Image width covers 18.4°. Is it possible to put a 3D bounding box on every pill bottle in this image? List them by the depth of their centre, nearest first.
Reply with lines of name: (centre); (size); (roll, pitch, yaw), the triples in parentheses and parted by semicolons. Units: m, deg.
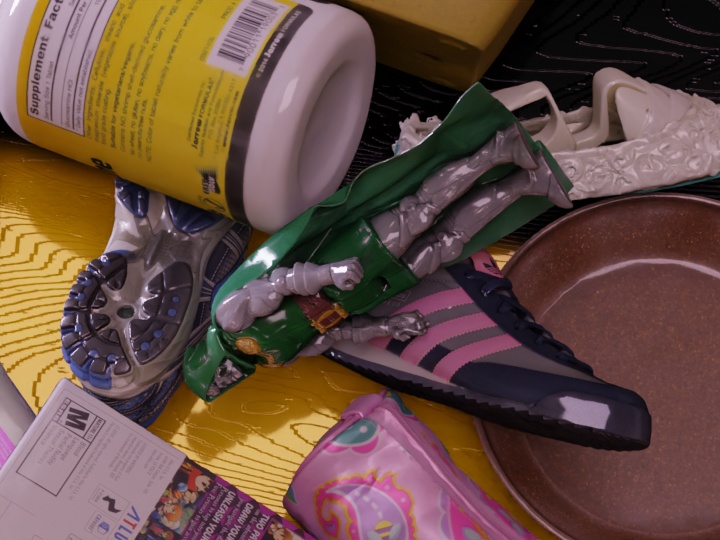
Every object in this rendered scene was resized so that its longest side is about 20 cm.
pill bottle: (-0.102, -0.100, 1.065); (0.199, 0.112, 0.113); (21, 75, 17)

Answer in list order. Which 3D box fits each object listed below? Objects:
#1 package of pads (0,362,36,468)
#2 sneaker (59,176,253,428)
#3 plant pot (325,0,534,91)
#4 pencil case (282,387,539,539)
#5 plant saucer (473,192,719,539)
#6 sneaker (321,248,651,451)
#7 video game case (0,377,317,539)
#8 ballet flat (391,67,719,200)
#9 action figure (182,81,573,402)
package of pads: (-0.238, 0.128, 1.071); (0.200, 0.068, 0.155); (-34, 79, -11)
sneaker: (-0.094, -0.005, 1.116); (0.077, 0.085, 0.200); (17, 53, 15)
plant pot: (0.024, -0.202, 1.118); (0.199, 0.200, 0.177); (20, 86, 1)
pencil case: (0.056, 0.147, 1.077); (0.200, 0.087, 0.087); (42, 77, 9)
plant saucer: (0.153, 0.059, 1.122); (0.199, 0.037, 0.201); (0, 68, 0)
sneaker: (0.059, 0.028, 1.073); (0.199, 0.070, 0.082); (18, 82, 31)
video game case: (-0.111, 0.174, 1.001); (0.181, 0.036, 0.200); (32, 56, -2)
ballet flat: (0.109, -0.067, 1.137); (0.199, 0.072, 0.072); (-12, 77, -7)
action figure: (0.000, 0.000, 1.032); (0.200, 0.118, 0.055); (-33, 54, 12)
